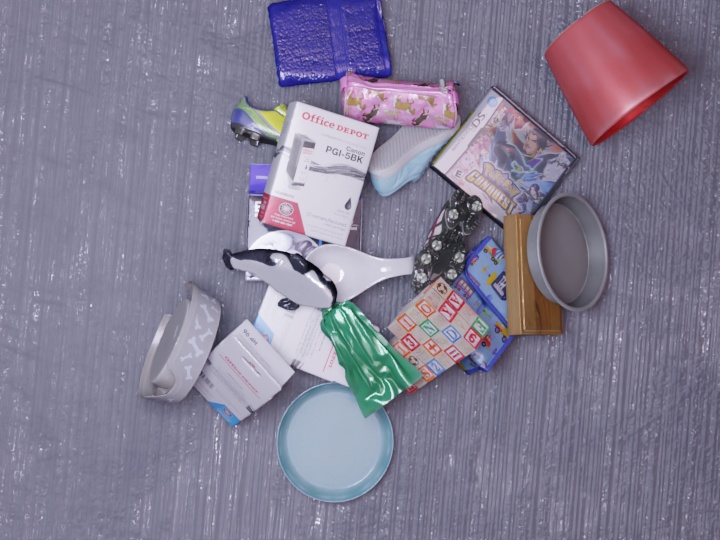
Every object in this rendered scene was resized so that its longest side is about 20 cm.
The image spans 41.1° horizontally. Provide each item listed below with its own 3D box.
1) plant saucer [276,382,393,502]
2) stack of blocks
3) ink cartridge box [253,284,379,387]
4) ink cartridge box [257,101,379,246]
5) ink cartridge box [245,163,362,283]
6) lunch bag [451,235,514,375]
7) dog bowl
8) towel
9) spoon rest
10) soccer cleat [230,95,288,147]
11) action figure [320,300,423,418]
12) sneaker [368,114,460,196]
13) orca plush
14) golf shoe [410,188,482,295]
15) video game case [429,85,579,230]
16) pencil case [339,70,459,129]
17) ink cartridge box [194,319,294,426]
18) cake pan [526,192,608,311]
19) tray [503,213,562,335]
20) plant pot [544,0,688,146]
[{"bbox_3d":[-0.044,0.289,1.629,0.198,0.027,0.202,0,90,-6],"label":"plant saucer"},{"bbox_3d":[0.104,0.110,1.563,0.115,0.200,0.059,44,49,-2],"label":"stack of blocks"},{"bbox_3d":[-0.081,0.110,1.606,0.199,0.068,0.117,22,87,-5],"label":"ink cartridge box"},{"bbox_3d":[-0.069,-0.156,1.545,0.146,0.083,0.202,15,94,-12],"label":"ink cartridge box"},{"bbox_3d":[-0.094,-0.079,1.621,0.196,0.043,0.202,1,87,-7],"label":"ink cartridge box"},{"bbox_3d":[0.211,0.053,1.642,0.151,0.094,0.200,46,71,-6],"label":"lunch bag"},{"bbox_3d":[-0.285,0.119,1.526,0.058,0.200,0.202,24,87,-20],"label":"dog bowl"},{"bbox_3d":[-0.052,-0.390,1.631,0.198,0.050,0.149,-7,87,-8],"label":"towel"},{"bbox_3d":[0.000,0.000,1.582,0.198,0.061,0.100,-8,90,-11],"label":"spoon rest"},{"bbox_3d":[-0.119,-0.237,1.611,0.198,0.065,0.084,17,78,-7],"label":"soccer cleat"},{"bbox_3d":[-0.003,0.122,1.552,0.118,0.055,0.201,-36,90,-2],"label":"action figure"},{"bbox_3d":[0.092,-0.199,1.641,0.199,0.082,0.074,-34,51,-19],"label":"sneaker"},{"bbox_3d":[-0.121,0.002,1.551,0.198,0.071,0.106,8,122,22],"label":"orca plush"},{"bbox_3d":[0.140,-0.038,1.608,0.077,0.088,0.201,32,74,-7],"label":"golf shoe"},{"bbox_3d":[0.251,-0.188,1.670,0.200,0.025,0.181,39,85,-4],"label":"video game case"},{"bbox_3d":[0.064,-0.282,1.589,0.198,0.083,0.087,5,117,3],"label":"pencil case"},{"bbox_3d":[-0.184,0.159,1.522,0.116,0.200,0.068,47,52,-3],"label":"ink cartridge box"},{"bbox_3d":[0.349,-0.030,1.625,0.199,0.037,0.202,7,80,-41],"label":"cake pan"},{"bbox_3d":[0.293,0.008,1.627,0.098,0.037,0.202,3,84,-33],"label":"tray"},{"bbox_3d":[0.418,-0.340,1.618,0.200,0.200,0.178,-35,84,-6],"label":"plant pot"}]
